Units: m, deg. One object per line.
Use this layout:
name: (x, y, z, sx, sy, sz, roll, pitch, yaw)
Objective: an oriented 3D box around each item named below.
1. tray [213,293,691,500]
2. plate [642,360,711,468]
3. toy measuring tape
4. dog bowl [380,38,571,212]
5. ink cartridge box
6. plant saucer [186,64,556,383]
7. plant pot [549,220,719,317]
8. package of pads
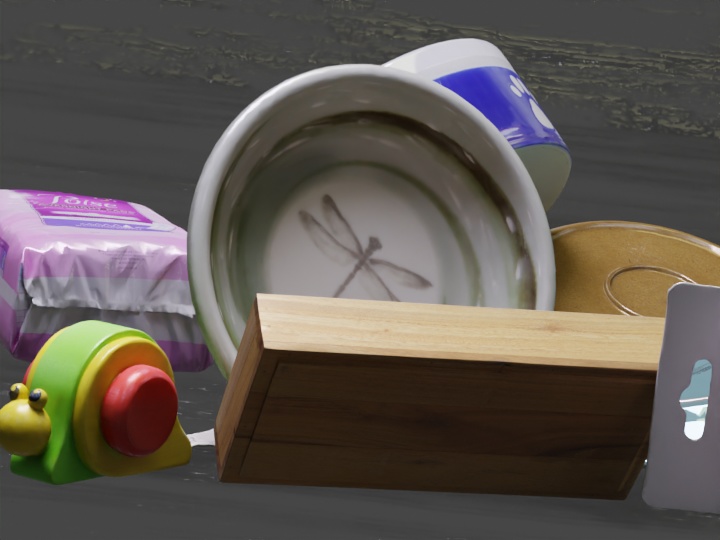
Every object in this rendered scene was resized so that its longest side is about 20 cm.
tray: (0.041, 0.061, 1.181, 0.200, 0.099, 0.037, 3, 48, -16)
plate: (0.175, 0.058, 1.326, 0.200, 0.026, 0.200, -10, 13, 2)
toy measuring tape: (-0.096, 0.055, 1.203, 0.074, 0.074, 0.200, 13, 11, 36)
dog bowl: (0.020, -0.039, 1.481, 0.200, 0.200, 0.079, -6, 56, -55)
ink cartridge box: (0.227, 0.077, 1.122, 0.200, 0.116, 0.068, 7, 18, 6)
plant saucer: (0.000, 0.000, 1.275, 0.200, 0.200, 0.050, 2, -11, -26)
plant pot: (0.171, 0.023, 1.499, 0.200, 0.028, 0.200, 8, 30, -5)
package of pads: (-0.155, 0.004, 1.473, 0.120, 0.076, 0.200, 6, 8, -18)
